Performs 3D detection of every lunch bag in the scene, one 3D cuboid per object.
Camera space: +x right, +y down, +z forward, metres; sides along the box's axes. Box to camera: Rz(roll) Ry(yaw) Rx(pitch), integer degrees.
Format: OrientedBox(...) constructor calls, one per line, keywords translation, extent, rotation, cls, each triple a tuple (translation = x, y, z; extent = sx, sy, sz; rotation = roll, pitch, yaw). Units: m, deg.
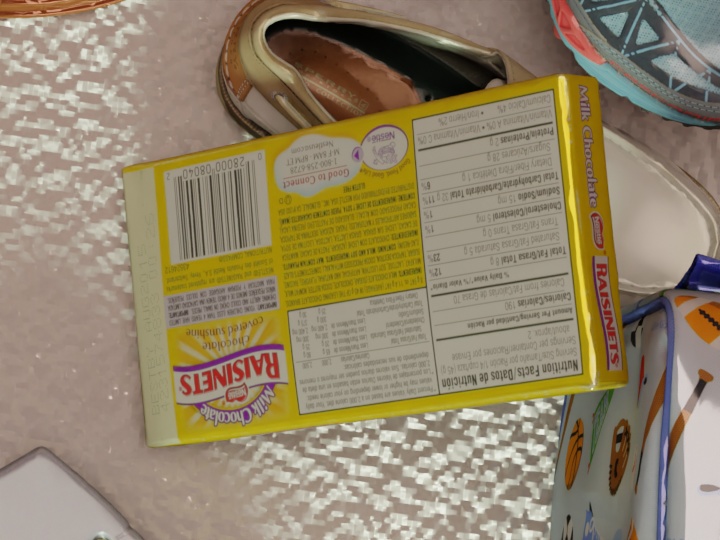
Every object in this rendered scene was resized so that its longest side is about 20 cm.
OrientedBox(translation=(0.112, 0.080, 0.994), extent=(0.075, 0.200, 0.161), rotation=(6, 84, -7), cls="lunch bag")

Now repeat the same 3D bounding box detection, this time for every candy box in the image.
OrientedBox(translation=(0.000, 0.000, 1.010), extent=(0.026, 0.199, 0.103), rotation=(-3, 85, -51), cls="candy box")

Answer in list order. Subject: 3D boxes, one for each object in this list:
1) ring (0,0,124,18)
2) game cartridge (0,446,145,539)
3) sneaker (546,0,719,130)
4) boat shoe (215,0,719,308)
OrientedBox(translation=(-0.107, -0.158, 1.007), extent=(0.199, 0.201, 0.019), rotation=(-8, 48, -7), cls="ring")
OrientedBox(translation=(-0.103, 0.172, 1.045), extent=(0.133, 0.041, 0.201), rotation=(-29, 89, -5), cls="game cartridge")
OrientedBox(translation=(0.088, -0.136, 1.014), extent=(0.079, 0.096, 0.201), rotation=(-32, 89, -7), cls="sneaker")
OrientedBox(translation=(0.042, -0.039, 1.063), extent=(0.199, 0.068, 0.075), rotation=(22, 83, -4), cls="boat shoe")
